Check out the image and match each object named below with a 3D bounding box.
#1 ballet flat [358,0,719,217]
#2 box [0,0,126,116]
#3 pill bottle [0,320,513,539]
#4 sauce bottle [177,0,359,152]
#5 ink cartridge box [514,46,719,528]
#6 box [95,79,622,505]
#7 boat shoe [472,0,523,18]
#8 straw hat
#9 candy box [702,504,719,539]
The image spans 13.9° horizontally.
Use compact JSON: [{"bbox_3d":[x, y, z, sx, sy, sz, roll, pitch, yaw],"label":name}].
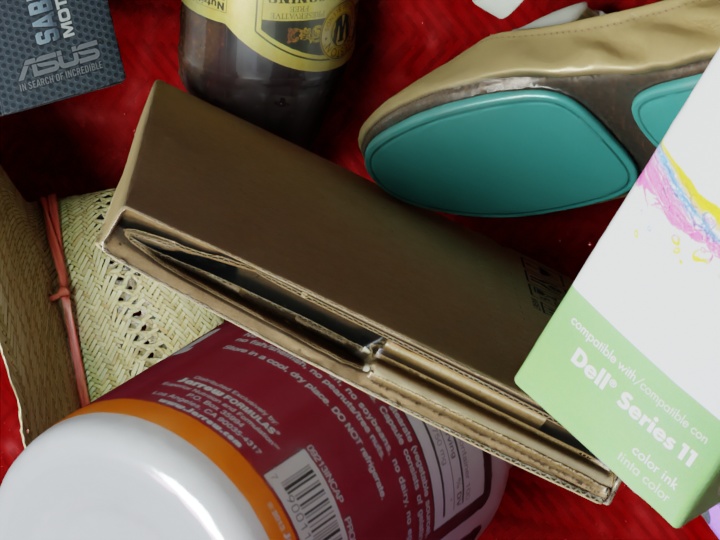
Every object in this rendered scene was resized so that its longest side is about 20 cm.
[{"bbox_3d":[0.091,-0.060,0.950,0.200,0.063,0.069,-7,137,36],"label":"ballet flat"},{"bbox_3d":[-0.151,-0.142,1.024,0.200,0.051,0.158,20,125,64],"label":"box"},{"bbox_3d":[-0.022,0.068,0.986,0.113,0.200,0.113,14,116,30],"label":"pill bottle"},{"bbox_3d":[-0.031,-0.098,1.014,0.066,0.066,0.200,18,121,27],"label":"sauce bottle"},{"bbox_3d":[0.138,-0.034,0.798,0.067,0.117,0.200,43,127,19],"label":"ink cartridge box"},{"bbox_3d":[0.000,0.000,0.915,0.163,0.200,0.021,26,102,-7],"label":"box"},{"bbox_3d":[0.063,-0.166,0.911,0.062,0.075,0.200,24,134,-10],"label":"boat shoe"},{"bbox_3d":[-0.090,0.018,1.083,0.085,0.201,0.202,-15,103,-4],"label":"straw hat"},{"bbox_3d":[0.198,0.035,0.904,0.200,0.072,0.168,-40,83,38],"label":"candy box"}]
